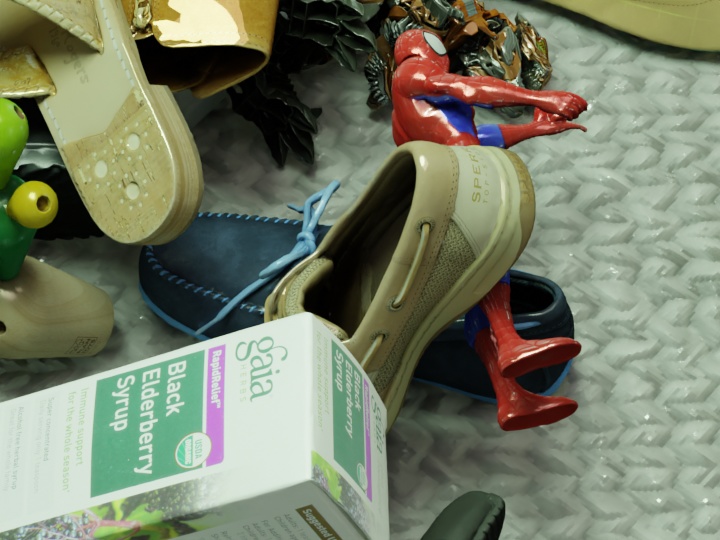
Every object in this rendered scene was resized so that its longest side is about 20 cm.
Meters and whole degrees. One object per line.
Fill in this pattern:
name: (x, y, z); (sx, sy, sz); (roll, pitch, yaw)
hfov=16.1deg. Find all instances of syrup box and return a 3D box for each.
syrup box: (-0.091, 0.091, 1.000); (0.199, 0.082, 0.079); (-17, 50, 19)

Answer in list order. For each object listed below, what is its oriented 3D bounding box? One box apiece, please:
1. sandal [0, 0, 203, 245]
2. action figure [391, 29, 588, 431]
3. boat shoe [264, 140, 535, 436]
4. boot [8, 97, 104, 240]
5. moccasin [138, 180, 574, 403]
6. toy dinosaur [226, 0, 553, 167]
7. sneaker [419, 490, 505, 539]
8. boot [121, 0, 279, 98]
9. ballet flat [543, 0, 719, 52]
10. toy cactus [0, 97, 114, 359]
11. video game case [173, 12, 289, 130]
sandal: (-0.143, -0.102, 1.069); (0.069, 0.078, 0.212); (4, 48, -56)
action figure: (0.072, -0.035, 1.084); (0.098, 0.065, 0.201); (-14, 54, -11)
boat shoe: (-0.010, 0.020, 1.039); (0.064, 0.200, 0.072); (11, 39, -37)
boot: (-0.179, -0.103, 1.165); (0.198, 0.077, 0.169); (-1, 67, 9)
moccasin: (0.000, 0.000, 1.127); (0.198, 0.068, 0.081); (9, 54, 3)
toy dinosaur: (-0.008, -0.128, 1.214); (0.199, 0.103, 0.136); (19, 44, 19)
sneaker: (-0.018, 0.148, 1.015); (0.088, 0.074, 0.200); (33, 58, 17)
boot: (-0.041, -0.153, 1.122); (0.200, 0.071, 0.145); (-18, 55, 15)
ballet flat: (0.121, -0.158, 1.252); (0.198, 0.063, 0.069); (13, 55, 6)
toy cactus: (-0.171, 0.012, 1.068); (0.164, 0.201, 0.102); (12, 25, -43)
video game case: (-0.150, -0.132, 1.246); (0.199, 0.018, 0.143); (33, 58, 19)
